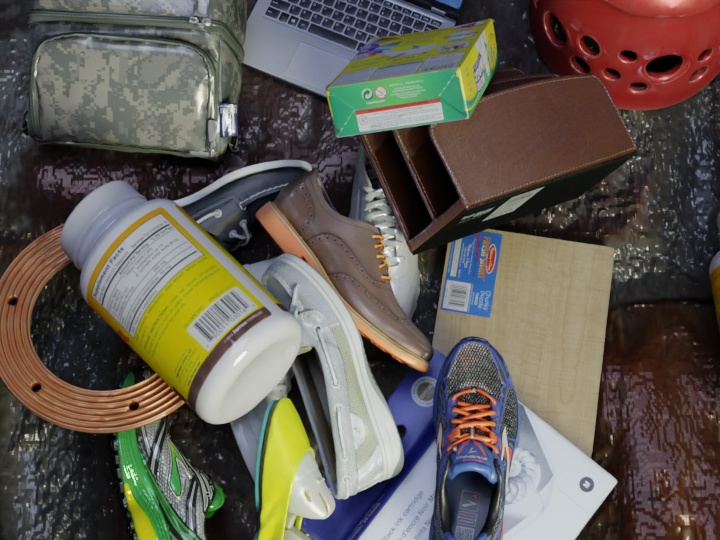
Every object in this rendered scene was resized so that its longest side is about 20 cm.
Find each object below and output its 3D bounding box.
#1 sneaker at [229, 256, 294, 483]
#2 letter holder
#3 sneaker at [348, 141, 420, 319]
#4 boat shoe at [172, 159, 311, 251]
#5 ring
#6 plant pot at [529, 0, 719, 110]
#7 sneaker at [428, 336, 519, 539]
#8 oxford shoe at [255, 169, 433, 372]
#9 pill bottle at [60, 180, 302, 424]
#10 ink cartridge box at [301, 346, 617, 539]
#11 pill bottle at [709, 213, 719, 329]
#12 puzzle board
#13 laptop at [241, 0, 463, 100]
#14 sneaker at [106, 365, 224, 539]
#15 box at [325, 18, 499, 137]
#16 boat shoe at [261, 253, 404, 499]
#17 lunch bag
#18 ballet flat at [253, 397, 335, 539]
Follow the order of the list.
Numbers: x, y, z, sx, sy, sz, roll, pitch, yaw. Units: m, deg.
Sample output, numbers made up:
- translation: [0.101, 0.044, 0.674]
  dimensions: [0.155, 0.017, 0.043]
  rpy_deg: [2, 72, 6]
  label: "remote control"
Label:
- translation: [-0.068, 0.078, 1.390]
  dimensions: [0.114, 0.074, 0.202]
  rpy_deg: [-16, 68, -4]
  label: "sneaker"
- translation: [0.113, -0.121, 1.408]
  dimensions: [0.198, 0.100, 0.144]
  rpy_deg: [-18, 78, -33]
  label: "letter holder"
- translation: [0.018, -0.042, 1.435]
  dimensions: [0.075, 0.081, 0.203]
  rpy_deg: [1, 70, -2]
  label: "sneaker"
- translation: [-0.130, -0.039, 1.440]
  dimensions: [0.198, 0.076, 0.061]
  rpy_deg: [-21, 68, 4]
  label: "boat shoe"
- translation: [-0.210, 0.044, 1.359]
  dimensions: [0.197, 0.019, 0.203]
  rpy_deg: [1, 60, -2]
  label: "ring"
- translation: [0.259, -0.275, 1.478]
  dimensions: [0.197, 0.183, 0.203]
  rpy_deg: [0, 66, -1]
  label: "plant pot"
- translation: [0.092, 0.149, 1.302]
  dimensions: [0.074, 0.079, 0.203]
  rpy_deg: [1, 73, 1]
  label: "sneaker"
- translation: [0.000, 0.000, 1.373]
  dimensions: [0.073, 0.071, 0.200]
  rpy_deg: [-43, 81, 2]
  label: "oxford shoe"
- translation: [-0.147, 0.020, 1.301]
  dimensions: [0.109, 0.110, 0.200]
  rpy_deg: [-42, 70, -15]
  label: "pill bottle"
- translation: [0.077, 0.191, 1.352]
  dimensions: [0.199, 0.041, 0.200]
  rpy_deg: [36, 77, 12]
  label: "ink cartridge box"
- translation: [0.357, 0.041, 1.381]
  dimensions: [0.108, 0.109, 0.203]
  rpy_deg: [-5, 68, -3]
  label: "pill bottle"
- translation: [0.138, 0.063, 1.429]
  dimensions: [0.149, 0.017, 0.202]
  rpy_deg: [8, 68, 4]
  label: "puzzle board"
- translation: [-0.002, -0.268, 1.505]
  dimensions: [0.185, 0.116, 0.202]
  rpy_deg: [22, 70, 9]
  label: "laptop"
- translation: [-0.162, 0.175, 1.358]
  dimensions: [0.084, 0.078, 0.202]
  rpy_deg: [-12, 75, -16]
  label: "sneaker"
- translation: [0.049, -0.168, 1.381]
  dimensions: [0.116, 0.200, 0.049]
  rpy_deg: [-7, 111, 17]
  label: "box"
- translation: [-0.033, 0.084, 1.332]
  dimensions: [0.064, 0.074, 0.204]
  rpy_deg: [-22, 86, -28]
  label: "boat shoe"
- translation: [-0.199, -0.187, 1.467]
  dimensions: [0.197, 0.139, 0.170]
  rpy_deg: [5, 86, 3]
  label: "lunch bag"
- translation: [-0.056, 0.205, 1.314]
  dimensions: [0.066, 0.067, 0.203]
  rpy_deg: [12, 95, 16]
  label: "ballet flat"
